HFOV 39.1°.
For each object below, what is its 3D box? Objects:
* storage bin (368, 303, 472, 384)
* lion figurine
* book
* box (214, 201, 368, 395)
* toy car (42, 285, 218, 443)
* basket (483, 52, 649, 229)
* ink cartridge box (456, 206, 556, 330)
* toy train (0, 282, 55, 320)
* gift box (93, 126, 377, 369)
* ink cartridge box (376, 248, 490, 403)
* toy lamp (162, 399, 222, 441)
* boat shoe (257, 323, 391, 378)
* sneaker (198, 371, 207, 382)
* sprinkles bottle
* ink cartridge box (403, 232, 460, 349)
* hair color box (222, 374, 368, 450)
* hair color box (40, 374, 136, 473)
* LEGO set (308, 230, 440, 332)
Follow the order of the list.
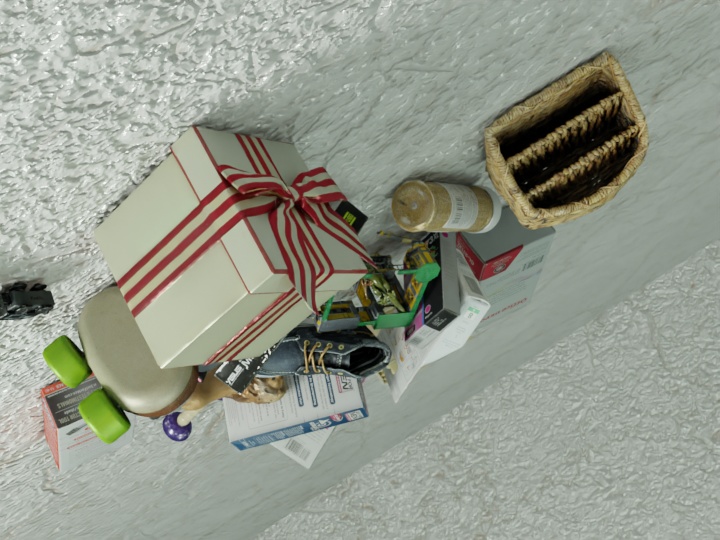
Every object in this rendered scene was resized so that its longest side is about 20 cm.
[{"bbox_3d":[0.100,0.115,1.864,0.198,0.094,0.200,-30,164,-1],"label":"storage bin"},{"bbox_3d":[-0.204,0.153,1.399,0.199,0.123,0.073,-20,160,-31],"label":"lion figurine"},{"bbox_3d":[-0.078,0.178,1.535,0.201,0.133,0.048,-57,173,-1],"label":"book"},{"bbox_3d":[-0.078,0.027,1.194,0.200,0.047,0.193,-52,-174,24],"label":"box"},{"bbox_3d":[-0.227,0.113,1.148,0.164,0.158,0.200,-38,155,-7],"label":"toy car"},{"bbox_3d":[0.272,-0.153,1.309,0.199,0.143,0.149,-30,164,-2],"label":"basket"},{"bbox_3d":[0.224,-0.004,1.687,0.145,0.083,0.201,-24,149,-22],"label":"ink cartridge box"},{"bbox_3d":[-0.366,0.031,0.937,0.046,0.034,0.200,-24,168,23],"label":"toy train"},{"bbox_3d":[-0.106,-0.015,0.976,0.187,0.201,0.184,-40,166,25],"label":"gift box"},{"bbox_3d":[0.101,0.080,1.493,0.050,0.161,0.201,21,113,-23],"label":"ink cartridge box"},{"bbox_3d":[-0.247,0.203,1.586,0.058,0.058,0.200,-12,155,-46],"label":"toy lamp"},{"bbox_3d":[-0.058,0.112,1.372,0.199,0.091,0.071,-10,110,-28],"label":"boat shoe"},{"bbox_3d":[-0.207,0.095,1.282,0.199,0.096,0.079,-23,160,-28],"label":"sneaker"},{"bbox_3d":[0.119,-0.085,1.371,0.068,0.068,0.200,-40,161,27],"label":"sprinkles bottle"},{"bbox_3d":[0.101,0.006,1.462,0.037,0.201,0.095,24,134,-22],"label":"ink cartridge box"},{"bbox_3d":[-0.096,0.185,1.472,0.199,0.101,0.061,-15,156,4],"label":"hair color box"},{"bbox_3d":[-0.363,0.197,1.359,0.110,0.064,0.200,-22,162,-24],"label":"hair color box"},{"bbox_3d":[0.000,0.000,1.391,0.199,0.116,0.154,-10,137,-20],"label":"LEGO set"}]
